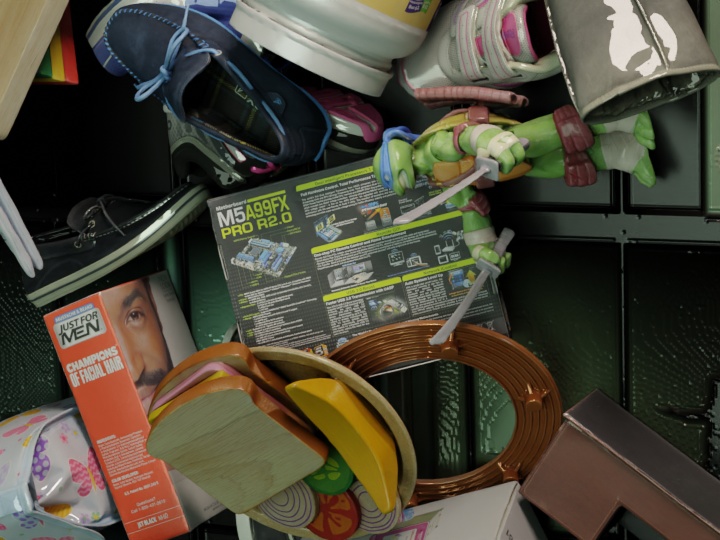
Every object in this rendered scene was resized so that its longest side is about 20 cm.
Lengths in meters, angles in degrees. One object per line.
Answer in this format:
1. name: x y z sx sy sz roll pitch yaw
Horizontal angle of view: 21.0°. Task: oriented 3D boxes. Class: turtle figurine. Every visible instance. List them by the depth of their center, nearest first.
1. turtle figurine: 0.113 -0.050 1.353 0.193 0.200 0.144 -15 122 2

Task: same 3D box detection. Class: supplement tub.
1. supplement tub: 0.003 -0.240 1.381 0.145 0.145 0.201 29 101 17

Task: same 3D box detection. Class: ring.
1. ring: 0.051 0.116 1.447 0.199 0.019 0.201 1 131 1

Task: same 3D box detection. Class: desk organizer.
1. desk organizer: 0.222 0.183 1.416 0.200 0.072 0.077 37 115 15

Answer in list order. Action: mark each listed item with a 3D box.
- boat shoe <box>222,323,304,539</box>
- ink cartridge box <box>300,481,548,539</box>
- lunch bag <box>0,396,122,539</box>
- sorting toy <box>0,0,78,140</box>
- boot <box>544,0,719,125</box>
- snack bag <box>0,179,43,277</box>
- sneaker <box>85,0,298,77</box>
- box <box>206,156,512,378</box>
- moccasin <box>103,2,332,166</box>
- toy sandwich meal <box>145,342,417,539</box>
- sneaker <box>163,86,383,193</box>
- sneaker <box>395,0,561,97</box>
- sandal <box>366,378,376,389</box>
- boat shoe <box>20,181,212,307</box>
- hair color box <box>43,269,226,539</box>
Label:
1. boat shoe: -0.070 0.139 1.543 0.060 0.074 0.201 -1 102 25
2. ink cartridge box: 0.057 0.260 1.480 0.199 0.085 0.145 -17 112 28
3. lunch bag: -0.274 0.184 1.576 0.169 0.200 0.128 -22 90 26
4. sorting toy: -0.257 -0.231 1.520 0.200 0.069 0.199 -61 41 22
5. boot: 0.194 -0.214 1.299 0.181 0.073 0.201 -26 61 7
6. snack bag: -0.315 -0.106 1.532 0.021 0.189 0.201 -27 117 -10
7. sneaker: -0.112 -0.184 1.497 0.199 0.081 0.115 -29 85 25
8. box: 0.000 0.000 1.457 0.199 0.044 0.161 -15 88 6
9. moccasin: -0.112 -0.143 1.429 0.200 0.068 0.081 27 115 21
10. toy sandwich meal: -0.057 0.136 1.417 0.204 0.070 0.206 11 129 13
11. sneaker: -0.070 -0.097 1.500 0.199 0.074 0.088 8 103 29
12. sneaker: 0.108 -0.171 1.392 0.199 0.088 0.082 -19 92 27
13. sandal: -0.038 0.042 1.507 0.201 0.075 0.045 72 161 1
14. boat shoe: -0.206 -0.032 1.575 0.200 0.075 0.062 -24 95 32
15. hair color box: -0.169 0.110 1.563 0.064 0.111 0.201 -22 91 26
